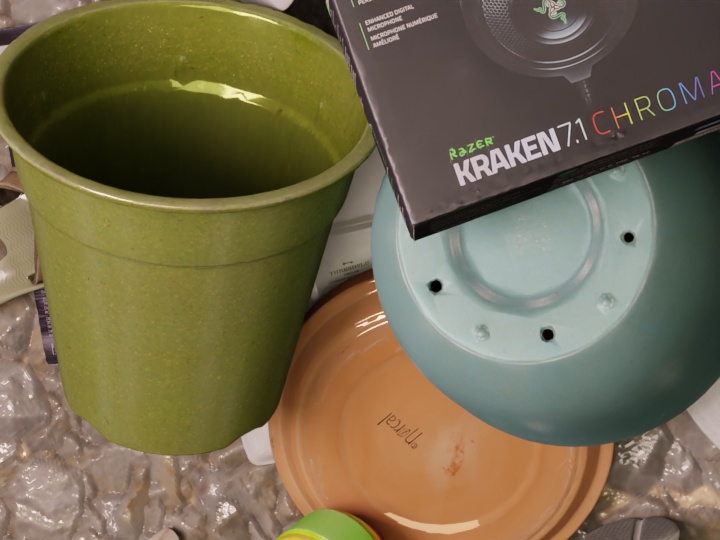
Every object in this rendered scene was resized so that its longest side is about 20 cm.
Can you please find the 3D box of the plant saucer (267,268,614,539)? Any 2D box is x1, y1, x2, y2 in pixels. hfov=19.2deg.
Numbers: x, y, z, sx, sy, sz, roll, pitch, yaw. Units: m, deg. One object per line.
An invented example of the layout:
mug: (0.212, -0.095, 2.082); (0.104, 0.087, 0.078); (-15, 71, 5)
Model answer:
plant saucer: (0.045, 0.090, 1.202); (0.198, 0.032, 0.202); (3, 112, 7)

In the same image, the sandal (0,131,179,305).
sandal: (-0.183, -0.027, 1.210); (0.200, 0.057, 0.080); (-32, 88, 21)

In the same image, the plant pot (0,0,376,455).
plant pot: (-0.094, -0.013, 1.112); (0.198, 0.201, 0.191); (13, 127, 8)

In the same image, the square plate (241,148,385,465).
square plate: (0.000, 0.000, 1.220); (0.198, 0.028, 0.200); (-14, 96, 13)

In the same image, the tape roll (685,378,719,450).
tape roll: (0.261, 0.019, 1.155); (0.198, 0.066, 0.202); (2, 100, 11)

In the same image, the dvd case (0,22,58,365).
dvd case: (-0.135, -0.048, 1.227); (0.148, 0.016, 0.202); (-5, 100, 26)

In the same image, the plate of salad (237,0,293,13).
plate of salad: (-0.092, -0.225, 1.123); (0.048, 0.200, 0.201); (-28, 94, -19)

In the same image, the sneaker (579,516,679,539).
sneaker: (0.102, 0.212, 1.189); (0.199, 0.070, 0.081); (-22, 105, -13)

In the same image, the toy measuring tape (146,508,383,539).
toy measuring tape: (-0.047, 0.161, 1.210); (0.199, 0.073, 0.074); (16, 103, 34)

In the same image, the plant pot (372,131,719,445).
plant pot: (0.095, -0.014, 1.061); (0.199, 0.161, 0.202); (-1, 85, 14)

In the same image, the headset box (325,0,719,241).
headset box: (0.069, -0.138, 0.928); (0.173, 0.093, 0.202); (-19, 86, 0)
